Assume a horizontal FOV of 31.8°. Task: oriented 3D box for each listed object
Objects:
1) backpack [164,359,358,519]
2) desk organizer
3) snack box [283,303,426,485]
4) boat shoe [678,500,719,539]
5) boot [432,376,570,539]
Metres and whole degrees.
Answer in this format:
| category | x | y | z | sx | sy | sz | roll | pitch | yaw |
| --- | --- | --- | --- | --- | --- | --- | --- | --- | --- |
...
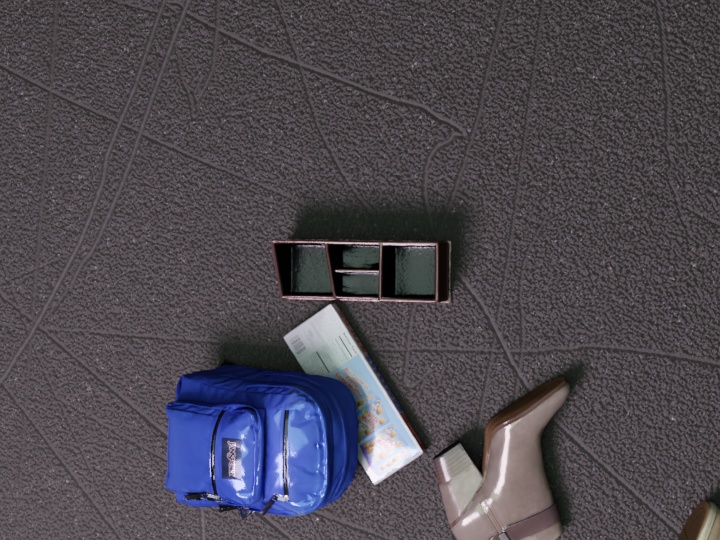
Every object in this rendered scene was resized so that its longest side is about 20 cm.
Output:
| category | x | y | z | sx | sy | sz | roll | pitch | yaw |
| --- | --- | --- | --- | --- | --- | --- | --- | --- | --- |
| backpack | -0.109 | 0.199 | 1.406 | 0.197 | 0.168 | 0.165 | 3 | 99 | 22 |
| desk organizer | 0.000 | 0.000 | 1.428 | 0.197 | 0.077 | 0.073 | 1 | 91 | 13 |
| snack box | -0.007 | 0.142 | 1.458 | 0.071 | 0.024 | 0.201 | -34 | 83 | 12 |
| boat shoe | 0.365 | 0.347 | 1.352 | 0.064 | 0.072 | 0.203 | 12 | 96 | 4 |
| boot | 0.180 | 0.230 | 1.400 | 0.199 | 0.070 | 0.147 | -34 | 89 | 13 |
